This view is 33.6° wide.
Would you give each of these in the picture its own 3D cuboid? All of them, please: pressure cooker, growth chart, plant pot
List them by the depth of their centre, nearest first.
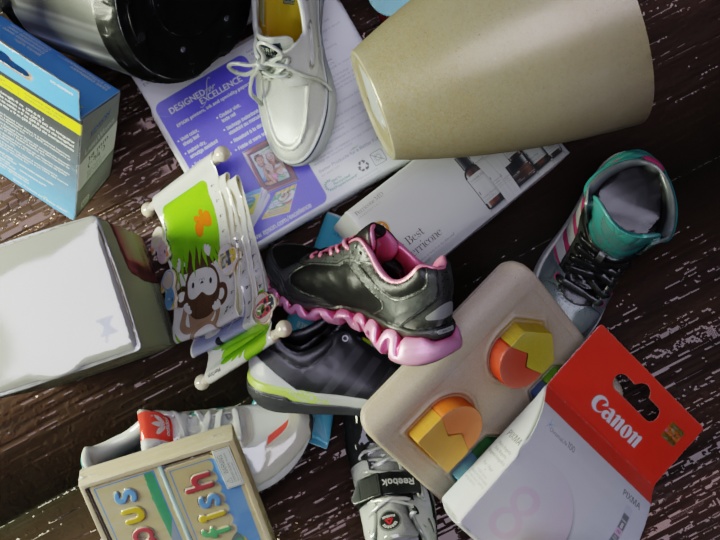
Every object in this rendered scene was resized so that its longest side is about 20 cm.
[{"bbox_3d":[0.100,-0.169,0.953,0.199,0.187,0.188,-22,86,-3],"label":"plant pot"},{"bbox_3d":[-0.208,-0.256,0.981,0.200,0.176,0.179,22,62,34],"label":"pressure cooker"},{"bbox_3d":[-0.127,-0.001,1.001,0.145,0.018,0.201,-39,60,36],"label":"growth chart"}]

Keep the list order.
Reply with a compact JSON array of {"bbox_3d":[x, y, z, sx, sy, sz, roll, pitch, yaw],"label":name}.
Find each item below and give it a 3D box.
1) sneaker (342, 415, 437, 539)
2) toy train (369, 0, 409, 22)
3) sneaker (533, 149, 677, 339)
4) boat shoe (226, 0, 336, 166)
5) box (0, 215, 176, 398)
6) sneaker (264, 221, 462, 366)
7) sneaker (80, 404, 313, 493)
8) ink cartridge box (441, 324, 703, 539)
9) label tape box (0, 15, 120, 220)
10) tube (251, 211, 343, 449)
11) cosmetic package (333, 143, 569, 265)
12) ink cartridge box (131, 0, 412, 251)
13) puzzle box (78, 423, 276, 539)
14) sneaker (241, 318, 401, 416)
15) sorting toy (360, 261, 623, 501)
[{"bbox_3d":[0.031,0.197,1.016,0.074,0.089,0.201,-15,84,1],"label":"sneaker"},{"bbox_3d":[-0.010,-0.291,1.023,0.200,0.116,0.085,45,110,3],"label":"toy train"},{"bbox_3d":[0.206,-0.016,1.011,0.083,0.121,0.200,25,88,2],"label":"sneaker"},{"bbox_3d":[-0.065,-0.181,0.972,0.074,0.086,0.203,10,108,23],"label":"boat shoe"},{"bbox_3d":[-0.237,0.032,0.971,0.127,0.200,0.109,-18,87,-2],"label":"box"},{"bbox_3d":[0.000,0.000,0.946,0.200,0.079,0.096,21,124,37],"label":"sneaker"},{"bbox_3d":[-0.140,0.149,1.001,0.199,0.093,0.070,-20,49,7],"label":"sneaker"},{"bbox_3d":[0.189,0.172,0.999,0.200,0.057,0.163,-46,115,4],"label":"ink cartridge box"},{"bbox_3d":[-0.274,-0.146,0.982,0.144,0.200,0.063,33,60,2],"label":"label tape box"},{"bbox_3d":[-0.036,0.051,1.050,0.077,0.050,0.201,18,93,11],"label":"tube"},{"bbox_3d":[0.080,-0.070,1.022,0.200,0.051,0.083,-39,85,-20],"label":"cosmetic package"},{"bbox_3d":[-0.073,-0.141,1.059,0.198,0.043,0.200,-30,89,-1],"label":"ink cartridge box"},{"bbox_3d":[-0.140,0.232,0.999,0.133,0.025,0.201,-17,116,0],"label":"puzzle box"},{"bbox_3d":[-0.001,0.074,0.996,0.199,0.072,0.083,0,110,-12],"label":"sneaker"},{"bbox_3d":[0.119,0.115,0.996,0.185,0.036,0.200,-46,126,-2],"label":"sorting toy"}]
